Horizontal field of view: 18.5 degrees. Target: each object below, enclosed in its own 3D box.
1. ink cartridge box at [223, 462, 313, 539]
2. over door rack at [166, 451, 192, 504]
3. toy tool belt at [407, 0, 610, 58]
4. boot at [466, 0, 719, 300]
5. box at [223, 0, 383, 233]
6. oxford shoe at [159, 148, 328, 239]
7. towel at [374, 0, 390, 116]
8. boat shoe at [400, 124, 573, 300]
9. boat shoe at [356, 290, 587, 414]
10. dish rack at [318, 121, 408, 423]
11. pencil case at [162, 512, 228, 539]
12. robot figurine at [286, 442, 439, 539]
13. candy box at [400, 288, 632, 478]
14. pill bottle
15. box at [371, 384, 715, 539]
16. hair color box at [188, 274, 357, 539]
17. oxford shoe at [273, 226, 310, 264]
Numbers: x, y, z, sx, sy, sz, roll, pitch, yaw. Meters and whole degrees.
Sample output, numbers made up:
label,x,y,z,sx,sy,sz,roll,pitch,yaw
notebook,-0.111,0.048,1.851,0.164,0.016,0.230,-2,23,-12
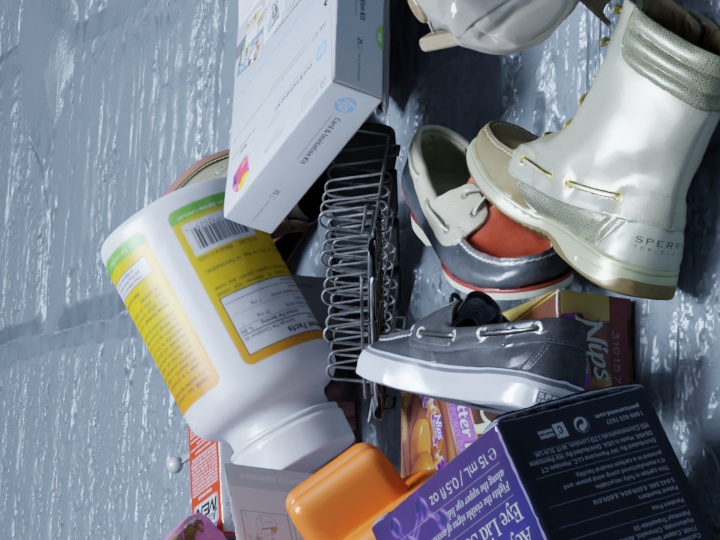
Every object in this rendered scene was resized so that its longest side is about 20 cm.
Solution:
label,x,y,z,sx,sy,sz,roll,pitch,yaw
ink cartridge box,-0.010,0.225,1.399,0.057,0.162,0.200,-56,37,36
over door rack,-0.105,0.204,1.711,0.148,0.067,0.200,-138,58,-60
toy tool belt,0.114,-0.199,1.280,0.125,0.200,0.123,51,178,4
boot,0.140,-0.089,1.271,0.200,0.072,0.155,45,124,55
box,-0.037,-0.149,1.473,0.156,0.041,0.200,-48,30,44
oxford shoe,-0.076,-0.051,1.600,0.200,0.071,0.074,-37,35,-3
towel,-0.014,-0.221,1.618,0.200,0.023,0.144,-115,19,-52
boat shoe,0.075,-0.036,1.383,0.200,0.071,0.063,-131,34,-64
boat shoe,0.065,0.045,1.274,0.200,0.070,0.066,4,79,64
dish rack,0.000,0.000,1.450,0.200,0.055,0.154,-82,-11,-63
pencil case,-0.068,0.252,1.488,0.200,0.083,0.087,42,157,8
robot figurine,0.037,0.200,1.306,0.144,0.117,0.200,-30,97,47
candy box,0.091,0.090,1.345,0.200,0.056,0.117,-27,59,58
pill bottle,-0.086,0.047,1.512,0.200,0.111,0.111,61,144,11
box,0.114,0.184,1.159,0.148,0.104,0.200,-48,60,50
hair color box,-0.064,0.103,1.599,0.064,0.111,0.200,141,130,-57
oxford shoe,-0.061,-0.066,1.710,0.071,0.071,0.200,27,111,33
